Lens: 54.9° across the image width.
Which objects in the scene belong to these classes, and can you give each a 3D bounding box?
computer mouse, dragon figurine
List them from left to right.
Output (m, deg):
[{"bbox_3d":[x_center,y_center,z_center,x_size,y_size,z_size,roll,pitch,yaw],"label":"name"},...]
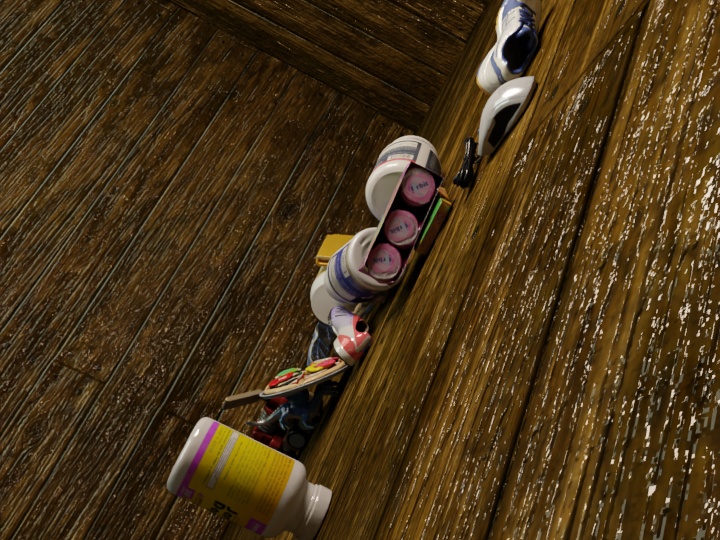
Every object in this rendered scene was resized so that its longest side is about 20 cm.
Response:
[{"bbox_3d":[-0.135,0.270,1.417,0.059,0.199,0.100,13,-107,-77],"label":"dragon figurine"},{"bbox_3d":[0.184,-0.206,0.989,0.110,0.044,0.200,-64,3,-36],"label":"computer mouse"}]

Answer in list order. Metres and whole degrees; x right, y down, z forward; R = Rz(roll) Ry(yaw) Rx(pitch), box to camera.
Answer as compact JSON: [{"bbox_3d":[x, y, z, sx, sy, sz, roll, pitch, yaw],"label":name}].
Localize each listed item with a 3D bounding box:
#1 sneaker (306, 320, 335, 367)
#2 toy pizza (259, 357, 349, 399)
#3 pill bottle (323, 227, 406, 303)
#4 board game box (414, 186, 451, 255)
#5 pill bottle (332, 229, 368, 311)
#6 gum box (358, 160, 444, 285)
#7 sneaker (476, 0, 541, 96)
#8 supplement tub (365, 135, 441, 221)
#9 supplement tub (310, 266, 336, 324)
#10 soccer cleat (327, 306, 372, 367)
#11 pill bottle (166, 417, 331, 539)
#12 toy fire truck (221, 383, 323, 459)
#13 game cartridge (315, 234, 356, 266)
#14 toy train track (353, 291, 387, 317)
[{"bbox_3d":[-0.124,0.221,2.177,0.077,0.076,0.200,-53,8,46],"label":"sneaker"},{"bbox_3d":[-0.112,0.210,1.402,0.199,0.032,0.200,-20,0,0],"label":"toy pizza"},{"bbox_3d":[0.000,0.000,1.364,0.120,0.119,0.200,-64,12,-22],"label":"pill bottle"},{"bbox_3d":[0.122,-0.090,1.204,0.096,0.030,0.200,-64,1,15],"label":"board game box"},{"bbox_3d":[0.002,0.008,1.564,0.112,0.112,0.200,-66,4,-39],"label":"pill bottle"},{"bbox_3d":[0.064,-0.070,1.169,0.114,0.066,0.201,130,165,-84],"label":"gum box"},{"bbox_3d":[0.253,-0.367,1.084,0.088,0.075,0.201,-17,52,70],"label":"sneaker"},{"bbox_3d":[0.093,-0.187,1.427,0.141,0.140,0.200,-61,4,31],"label":"supplement tub"},{"bbox_3d":[-0.053,0.049,1.826,0.145,0.144,0.200,-62,4,22],"label":"supplement tub"},{"bbox_3d":[-0.017,0.113,1.354,0.073,0.068,0.200,-41,19,9],"label":"soccer cleat"},{"bbox_3d":[-0.141,0.279,0.905,0.105,0.199,0.104,-63,3,6],"label":"pill bottle"},{"bbox_3d":[-0.205,0.328,1.519,0.177,0.199,0.129,-62,3,20],"label":"toy fire truck"},{"bbox_3d":[-0.017,-0.051,1.851,0.200,0.175,0.033,-71,-15,-70],"label":"game cartridge"},{"bbox_3d":[0.010,0.099,1.455,0.200,0.032,0.115,-49,13,47],"label":"toy train track"}]
